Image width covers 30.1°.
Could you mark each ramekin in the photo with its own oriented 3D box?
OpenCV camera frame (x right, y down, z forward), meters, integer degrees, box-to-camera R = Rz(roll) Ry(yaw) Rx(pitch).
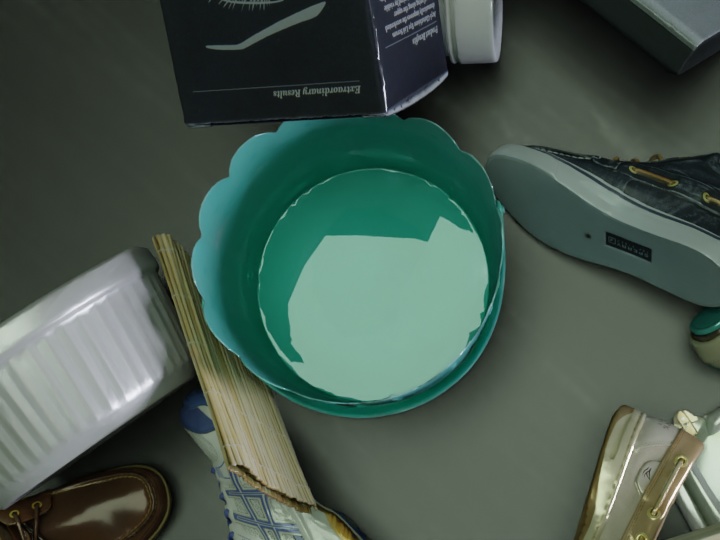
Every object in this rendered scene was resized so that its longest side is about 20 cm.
[{"bbox_3d":[-0.201,0.078,0.905,0.202,0.202,0.094,-35,90,3],"label":"ramekin"}]

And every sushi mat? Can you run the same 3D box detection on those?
[{"bbox_3d":[-0.085,0.067,0.896,0.012,0.096,0.201,-33,52,12],"label":"sushi mat"}]

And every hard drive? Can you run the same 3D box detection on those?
[{"bbox_3d":[0.173,-0.219,0.918,0.200,0.139,0.033,43,129,14],"label":"hard drive"}]

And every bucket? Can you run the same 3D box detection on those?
[{"bbox_3d":[0.000,0.000,0.904,0.206,0.135,0.208,-2,80,9],"label":"bucket"}]

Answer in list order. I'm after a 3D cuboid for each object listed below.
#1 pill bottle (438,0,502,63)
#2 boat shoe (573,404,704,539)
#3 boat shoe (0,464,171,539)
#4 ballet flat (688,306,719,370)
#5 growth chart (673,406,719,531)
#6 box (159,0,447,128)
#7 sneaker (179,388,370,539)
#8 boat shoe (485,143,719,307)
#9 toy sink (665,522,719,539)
[{"bbox_3d":[-0.002,-0.193,0.949,0.199,0.114,0.115,0,81,11],"label":"pill bottle"},{"bbox_3d":[0.163,0.186,0.824,0.069,0.074,0.201,15,81,15],"label":"boat shoe"},{"bbox_3d":[-0.230,0.196,0.950,0.199,0.068,0.072,-23,78,6],"label":"boat shoe"},{"bbox_3d":[0.305,-0.004,0.897,0.200,0.069,0.069,-45,77,3],"label":"ballet flat"},{"bbox_3d":[0.302,0.130,0.893,0.199,0.018,0.145,-23,78,6],"label":"growth chart"},{"bbox_3d":[-0.042,-0.197,0.820,0.147,0.104,0.201,1,112,26],"label":"box"},{"bbox_3d":[-0.069,0.172,0.922,0.088,0.075,0.200,-44,76,1],"label":"sneaker"},{"bbox_3d":[0.189,-0.050,0.923,0.200,0.071,0.091,29,57,27],"label":"boat shoe"},{"bbox_3d":[0.222,0.260,0.758,0.130,0.112,0.201,-14,102,-11],"label":"toy sink"}]
